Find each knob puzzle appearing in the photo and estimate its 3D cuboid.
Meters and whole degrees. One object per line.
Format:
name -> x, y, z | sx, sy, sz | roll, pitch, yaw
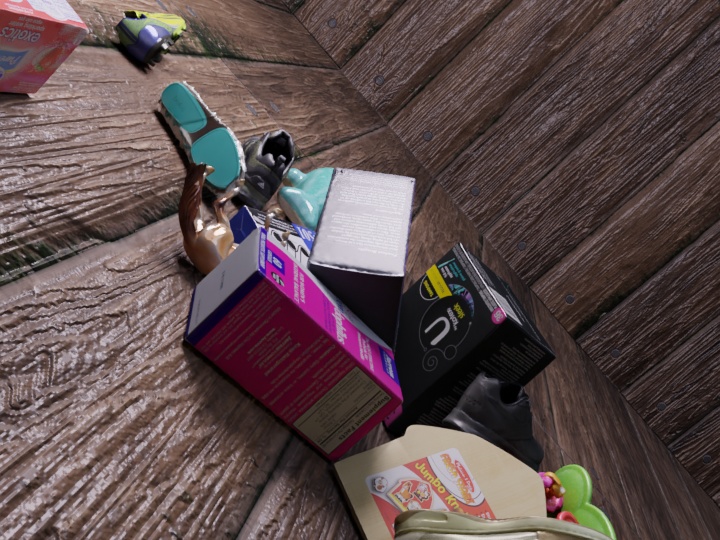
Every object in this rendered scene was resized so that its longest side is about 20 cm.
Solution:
knob puzzle -> 0.092, 0.237, 0.815 | 0.214, 0.031, 0.223 | 7, 45, -7

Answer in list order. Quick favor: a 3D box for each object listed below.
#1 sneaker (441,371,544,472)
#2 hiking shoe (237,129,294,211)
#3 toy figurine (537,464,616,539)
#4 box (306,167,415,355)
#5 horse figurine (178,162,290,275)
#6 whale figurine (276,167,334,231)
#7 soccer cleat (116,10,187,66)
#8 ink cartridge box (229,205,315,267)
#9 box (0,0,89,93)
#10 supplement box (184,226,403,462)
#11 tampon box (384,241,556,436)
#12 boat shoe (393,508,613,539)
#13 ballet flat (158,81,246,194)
sneaker -> 0.178, 0.183, 1.009 | 0.075, 0.092, 0.199 | 27, -5, 39
hiking shoe -> -0.127, -0.155, 1.198 | 0.076, 0.100, 0.201 | 42, 16, -23
toy figurine -> 0.161, 0.265, 0.916 | 0.182, 0.150, 0.203 | 32, 46, -20
box -> 0.000, 0.000, 0.962 | 0.102, 0.150, 0.202 | 8, 38, 2
horse figurine -> -0.133, -0.027, 0.905 | 0.200, 0.049, 0.135 | 42, 52, -40
whale figurine -> -0.054, -0.100, 1.266 | 0.160, 0.103, 0.200 | 52, 13, 10
soccer cleat -> -0.309, -0.360, 1.252 | 0.083, 0.065, 0.201 | 41, 17, -18
ink cartridge box -> -0.086, -0.015, 1.081 | 0.095, 0.044, 0.199 | 57, 16, 21
box -> -0.347, -0.228, 0.750 | 0.103, 0.094, 0.200 | 48, 15, 0
supplement box -> -0.062, 0.073, 0.824 | 0.200, 0.103, 0.102 | 45, 14, -23
tampon box -> 0.112, 0.101, 1.066 | 0.126, 0.200, 0.151 | 34, 18, -40
boat shoe -> 0.125, 0.253, 0.736 | 0.074, 0.196, 0.064 | 97, 0, -56
ballet flat -> -0.197, -0.165, 1.100 | 0.071, 0.072, 0.202 | 24, 29, -57
